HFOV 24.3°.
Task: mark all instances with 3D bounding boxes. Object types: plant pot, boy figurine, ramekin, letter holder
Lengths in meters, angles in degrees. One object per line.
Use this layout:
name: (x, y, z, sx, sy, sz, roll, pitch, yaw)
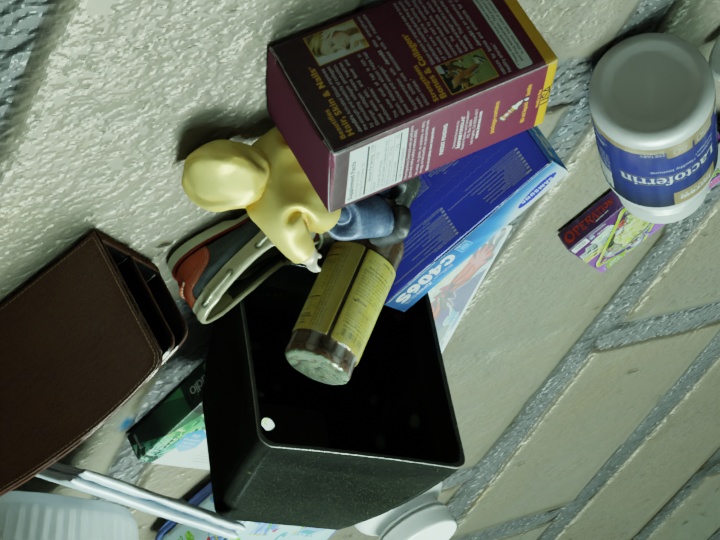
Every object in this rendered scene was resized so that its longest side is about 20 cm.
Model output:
plant pot: (-0.046, 0.130, 1.515, 0.197, 0.202, 0.178, 9, 138, -25)
boy figurine: (-0.051, -0.061, 1.339, 0.198, 0.126, 0.064, 5, 164, -33)
ramekin: (-0.296, 0.264, 1.559, 0.200, 0.095, 0.203, 5, 165, 1)
letter holder: (-0.238, 0.093, 1.358, 0.199, 0.143, 0.100, -37, 153, 10)

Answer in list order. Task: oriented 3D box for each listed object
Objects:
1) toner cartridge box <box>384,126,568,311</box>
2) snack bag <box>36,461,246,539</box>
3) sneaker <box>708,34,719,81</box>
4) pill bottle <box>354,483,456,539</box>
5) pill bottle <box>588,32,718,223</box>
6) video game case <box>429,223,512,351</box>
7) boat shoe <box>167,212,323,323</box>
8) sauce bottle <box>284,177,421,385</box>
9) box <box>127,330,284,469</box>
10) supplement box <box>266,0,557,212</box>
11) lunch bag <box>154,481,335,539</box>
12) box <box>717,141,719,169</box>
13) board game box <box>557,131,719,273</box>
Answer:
toner cartridge box: (0.080, -0.063, 1.492, 0.200, 0.095, 0.043, -40, 154, 17)
snack bag: (-0.227, 0.193, 1.486, 0.187, 0.199, 0.022, 25, 77, -37)
sneaker: (0.432, -0.227, 1.611, 0.200, 0.074, 0.118, -37, 147, 5)
pill bottle: (0.018, 0.206, 1.763, 0.108, 0.201, 0.109, -24, 153, -13)
pill bottle: (0.280, -0.127, 1.576, 0.115, 0.116, 0.200, -32, 154, 0)
video game case: (0.047, 0.035, 1.660, 0.181, 0.023, 0.201, -10, 137, -44)
boat shoe: (-0.068, -0.029, 1.425, 0.199, 0.063, 0.071, -32, 152, -5)
sauce bottle: (0.000, 0.000, 1.435, 0.065, 0.064, 0.201, 83, 30, -62)
box: (-0.118, 0.124, 1.661, 0.200, 0.036, 0.144, -44, 151, 18)
supplement box: (0.038, -0.143, 1.292, 0.198, 0.111, 0.086, -23, 153, -16)
lunch bag: (-0.120, 0.288, 1.887, 0.161, 0.083, 0.199, -42, 152, 21)
box: (0.464, -0.148, 1.793, 0.156, 0.041, 0.199, -50, 151, 12)
board game box: (0.313, -0.078, 1.795, 0.199, 0.032, 0.120, -39, 150, 13)
